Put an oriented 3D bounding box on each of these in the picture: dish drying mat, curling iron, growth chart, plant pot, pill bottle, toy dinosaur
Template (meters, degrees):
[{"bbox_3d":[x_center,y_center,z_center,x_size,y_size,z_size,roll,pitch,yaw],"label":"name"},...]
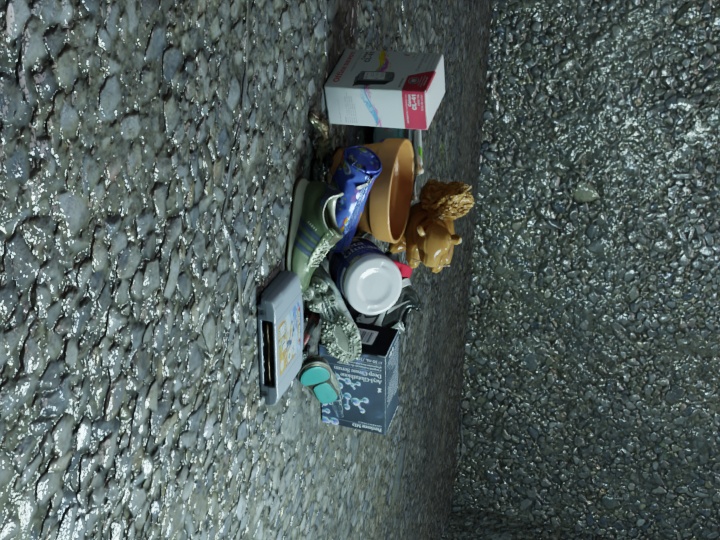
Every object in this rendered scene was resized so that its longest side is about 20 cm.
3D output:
[{"bbox_3d":[0.069,0.017,1.908,0.078,0.018,0.200,-61,161,5],"label":"dish drying mat"},{"bbox_3d":[-0.093,0.101,1.683,0.202,0.025,0.050,-73,-176,-47],"label":"curling iron"},{"bbox_3d":[0.117,-0.238,1.875,0.200,0.017,0.148,93,-3,-74],"label":"growth chart"},{"bbox_3d":[0.017,-0.163,1.735,0.200,0.137,0.205,7,90,-75],"label":"plant pot"},{"bbox_3d":[0.000,0.000,1.675,0.200,0.109,0.113,-134,-135,-67],"label":"pill bottle"},{"bbox_3d":[-0.069,-0.185,1.589,0.089,0.046,0.203,-75,168,-47],"label":"toy dinosaur"}]

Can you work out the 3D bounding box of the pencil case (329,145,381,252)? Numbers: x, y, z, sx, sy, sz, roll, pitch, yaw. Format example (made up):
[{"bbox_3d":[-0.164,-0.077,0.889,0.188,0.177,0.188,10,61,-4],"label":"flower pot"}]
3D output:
[{"bbox_3d":[-0.025,-0.125,1.586,0.087,0.077,0.202,60,-44,43],"label":"pencil case"}]

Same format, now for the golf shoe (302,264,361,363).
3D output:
[{"bbox_3d":[-0.047,0.077,1.666,0.098,0.077,0.203,-79,150,-60],"label":"golf shoe"}]

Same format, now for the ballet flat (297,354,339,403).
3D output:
[{"bbox_3d":[-0.086,0.200,1.716,0.201,0.066,0.065,71,4,-61],"label":"ballet flat"}]

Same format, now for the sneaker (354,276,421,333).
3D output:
[{"bbox_3d":[0.052,0.111,1.883,0.200,0.091,0.066,-43,160,5],"label":"sneaker"}]

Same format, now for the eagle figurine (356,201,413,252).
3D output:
[{"bbox_3d":[0.042,-0.128,1.936,0.198,0.151,0.153,4,50,-46],"label":"eagle figurine"}]

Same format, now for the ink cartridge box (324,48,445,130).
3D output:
[{"bbox_3d":[0.047,-0.339,1.642,0.149,0.196,0.087,-66,158,-45],"label":"ink cartridge box"}]

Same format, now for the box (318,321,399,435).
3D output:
[{"bbox_3d":[-0.001,0.222,1.847,0.107,0.145,0.204,-58,151,-55],"label":"box"}]

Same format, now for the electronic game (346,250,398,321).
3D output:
[{"bbox_3d":[0.023,0.043,1.939,0.201,0.041,0.201,-50,163,-21],"label":"electronic game"}]

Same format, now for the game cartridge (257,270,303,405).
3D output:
[{"bbox_3d":[-0.135,0.111,1.510,0.133,0.041,0.204,-48,144,-58],"label":"game cartridge"}]

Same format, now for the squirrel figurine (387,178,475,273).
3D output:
[{"bbox_3d":[0.150,-0.095,1.806,0.187,0.139,0.204,-92,-159,-83],"label":"squirrel figurine"}]

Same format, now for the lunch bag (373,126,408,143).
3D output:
[{"bbox_3d":[0.071,-0.287,1.941,0.200,0.075,0.164,-69,158,-70],"label":"lunch bag"}]

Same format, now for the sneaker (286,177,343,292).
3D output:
[{"bbox_3d":[-0.075,-0.055,1.538,0.067,0.088,0.205,-24,121,-73],"label":"sneaker"}]
